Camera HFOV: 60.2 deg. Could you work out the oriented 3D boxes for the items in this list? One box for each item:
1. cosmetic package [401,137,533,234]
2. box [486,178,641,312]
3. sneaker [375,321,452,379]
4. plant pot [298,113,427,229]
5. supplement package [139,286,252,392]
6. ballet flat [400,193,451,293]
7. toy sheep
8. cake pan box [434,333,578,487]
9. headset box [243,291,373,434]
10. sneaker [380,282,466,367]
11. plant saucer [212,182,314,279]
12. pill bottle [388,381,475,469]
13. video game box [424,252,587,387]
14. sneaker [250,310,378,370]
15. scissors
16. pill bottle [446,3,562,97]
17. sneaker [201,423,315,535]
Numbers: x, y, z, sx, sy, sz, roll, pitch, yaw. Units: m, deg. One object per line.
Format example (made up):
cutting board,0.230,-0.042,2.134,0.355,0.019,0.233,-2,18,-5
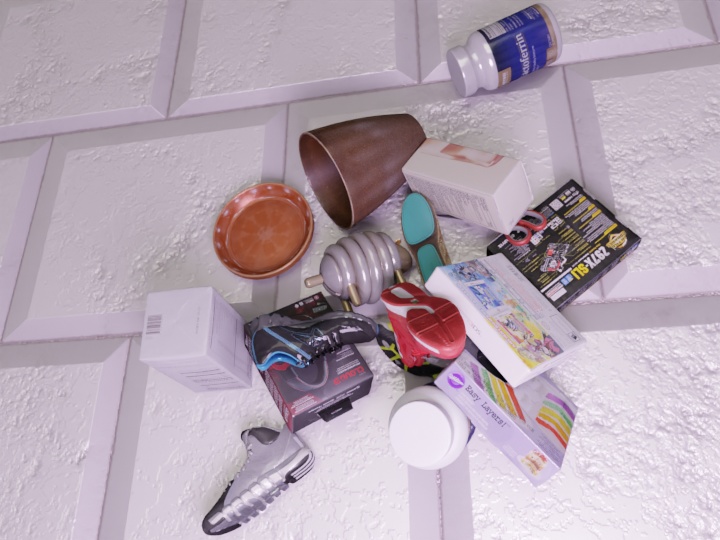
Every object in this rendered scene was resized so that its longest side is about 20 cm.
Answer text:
cosmetic package,0.182,-0.149,1.067,0.199,0.104,0.087,27,70,40
box,0.336,-0.038,1.043,0.200,0.049,0.160,-38,66,-6
sneaker,0.116,0.130,1.011,0.199,0.076,0.077,25,58,15
plant pot,0.019,-0.202,1.134,0.199,0.188,0.187,-29,62,-18
supplement package,-0.259,0.120,1.018,0.108,0.200,0.115,-6,63,9
ballet flat,0.119,-0.041,1.084,0.070,0.065,0.202,-21,61,20
toy sheep,0.000,0.000,1.055,0.199,0.138,0.139,-14,59,-26
cake pan box,0.209,0.175,0.880,0.200,0.184,0.052,46,117,10
headset box,-0.082,0.154,1.010,0.148,0.075,0.201,-22,61,-22
sneaker,0.101,0.100,0.902,0.078,0.116,0.200,-22,27,-10
plant saucer,-0.184,-0.074,1.186,0.198,0.032,0.202,-5,65,11
pill bottle,0.102,0.218,0.881,0.110,0.200,0.112,-2,83,16
video game box,0.220,0.065,0.930,0.200,0.181,0.047,51,126,26
sneaker,-0.070,0.113,0.957,0.198,0.073,0.083,-4,58,1
scissors,0.225,-0.092,1.077,0.199,0.014,0.073,25,69,43
pill bottle,0.273,-0.419,1.195,0.199,0.116,0.116,-24,63,2
sneaker,-0.179,0.319,0.988,0.199,0.075,0.116,-33,58,-15
